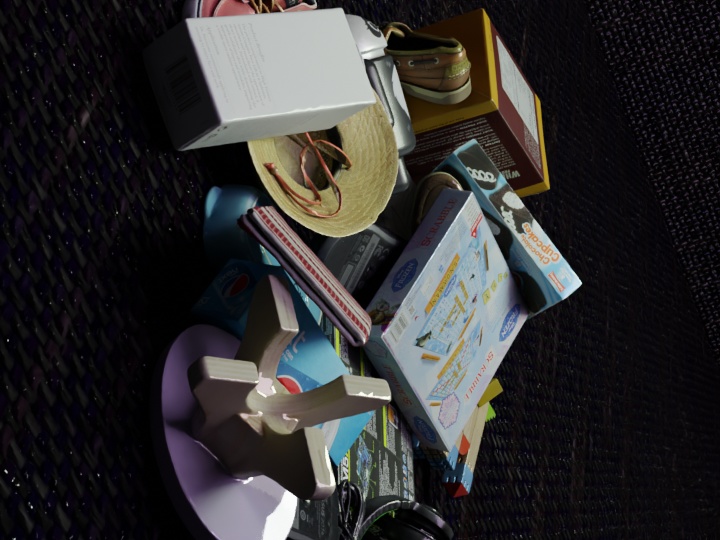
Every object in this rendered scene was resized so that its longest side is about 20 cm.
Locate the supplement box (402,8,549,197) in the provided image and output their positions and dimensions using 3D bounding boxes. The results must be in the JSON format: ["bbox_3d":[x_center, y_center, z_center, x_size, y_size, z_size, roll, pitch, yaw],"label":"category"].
[{"bbox_3d":[0.095,-0.172,1.762,0.200,0.197,0.133,47,35,-51],"label":"supplement box"}]

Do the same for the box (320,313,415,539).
[{"bbox_3d":[-0.001,0.158,1.507,0.193,0.047,0.200,42,39,-52],"label":"box"}]

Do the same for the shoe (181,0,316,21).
[{"bbox_3d":[-0.104,-0.261,1.455,0.200,0.091,0.072,-67,138,-59],"label":"shoe"}]

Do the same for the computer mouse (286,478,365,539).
[{"bbox_3d":[-0.060,0.214,1.295,0.200,0.053,0.139,50,34,-45],"label":"computer mouse"}]

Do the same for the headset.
[{"bbox_3d":[0.040,0.283,1.460,0.200,0.094,0.124,16,86,-42],"label":"headset"}]

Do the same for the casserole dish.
[{"bbox_3d":[-0.086,0.006,1.397,0.121,0.039,0.200,-73,144,-54],"label":"casserole dish"}]

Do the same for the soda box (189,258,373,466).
[{"bbox_3d":[-0.066,0.083,1.327,0.068,0.064,0.200,-54,132,-28],"label":"soda box"}]

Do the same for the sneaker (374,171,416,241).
[{"bbox_3d":[0.027,-0.043,1.662,0.099,0.078,0.200,-30,104,-73],"label":"sneaker"}]

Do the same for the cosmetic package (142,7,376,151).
[{"bbox_3d":[-0.089,-0.175,1.349,0.200,0.074,0.102,-12,81,-47],"label":"cosmetic package"}]

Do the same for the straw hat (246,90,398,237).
[{"bbox_3d":[-0.062,-0.114,1.458,0.201,0.085,0.201,18,61,-34],"label":"straw hat"}]

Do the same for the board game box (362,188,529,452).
[{"bbox_3d":[0.090,0.053,1.571,0.200,0.041,0.200,-56,137,-28],"label":"board game box"}]

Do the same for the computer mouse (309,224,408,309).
[{"bbox_3d":[0.000,0.000,1.552,0.200,0.053,0.139,31,90,-53],"label":"computer mouse"}]

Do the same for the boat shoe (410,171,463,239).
[{"bbox_3d":[0.093,-0.025,1.671,0.076,0.072,0.200,-97,179,-63],"label":"boat shoe"}]

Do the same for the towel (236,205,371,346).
[{"bbox_3d":[-0.044,0.005,1.261,0.144,0.023,0.200,48,3,-1],"label":"towel"}]

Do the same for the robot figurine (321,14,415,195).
[{"bbox_3d":[-0.011,-0.172,1.586,0.125,0.150,0.200,-28,103,-56],"label":"robot figurine"}]

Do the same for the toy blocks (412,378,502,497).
[{"bbox_3d":[0.087,0.164,1.689,0.200,0.100,0.137,60,37,-43],"label":"toy blocks"}]

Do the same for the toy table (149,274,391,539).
[{"bbox_3d":[-0.078,0.113,1.163,0.184,0.117,0.200,-2,62,-46],"label":"toy table"}]

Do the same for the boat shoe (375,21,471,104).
[{"bbox_3d":[0.034,-0.244,1.649,0.072,0.200,0.068,-51,145,-40],"label":"boat shoe"}]

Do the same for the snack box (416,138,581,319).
[{"bbox_3d":[0.152,-0.041,1.669,0.037,0.116,0.200,-36,88,-25],"label":"snack box"}]
